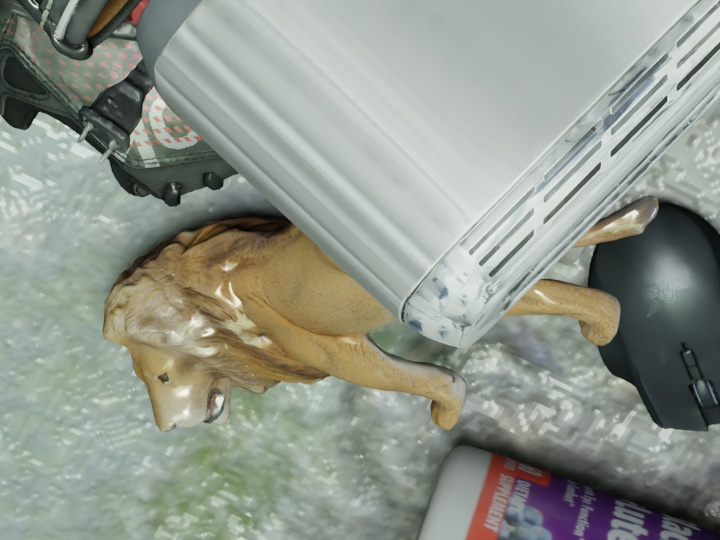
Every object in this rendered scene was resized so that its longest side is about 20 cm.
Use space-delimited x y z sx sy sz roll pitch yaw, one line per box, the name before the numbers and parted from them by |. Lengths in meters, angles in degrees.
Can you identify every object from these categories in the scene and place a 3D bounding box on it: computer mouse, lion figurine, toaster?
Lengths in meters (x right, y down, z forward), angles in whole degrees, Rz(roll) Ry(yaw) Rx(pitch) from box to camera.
computer mouse | 0.130 0.063 0.963 0.058 0.034 0.200 -20 117 12
lion figurine | 0.000 0.000 0.884 0.122 0.073 0.200 21 147 -19
toaster | 0.029 -0.068 0.771 0.200 0.114 0.129 -44 83 -5

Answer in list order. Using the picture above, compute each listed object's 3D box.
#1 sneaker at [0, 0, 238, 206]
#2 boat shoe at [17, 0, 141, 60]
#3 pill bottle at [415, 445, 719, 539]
sneaker | -0.035 -0.065 0.879 0.200 0.071 0.098 12 119 -1
boat shoe | -0.029 -0.144 0.798 0.200 0.072 0.068 -39 78 6
pill bottle | 0.108 0.144 0.948 0.199 0.111 0.112 19 119 3
